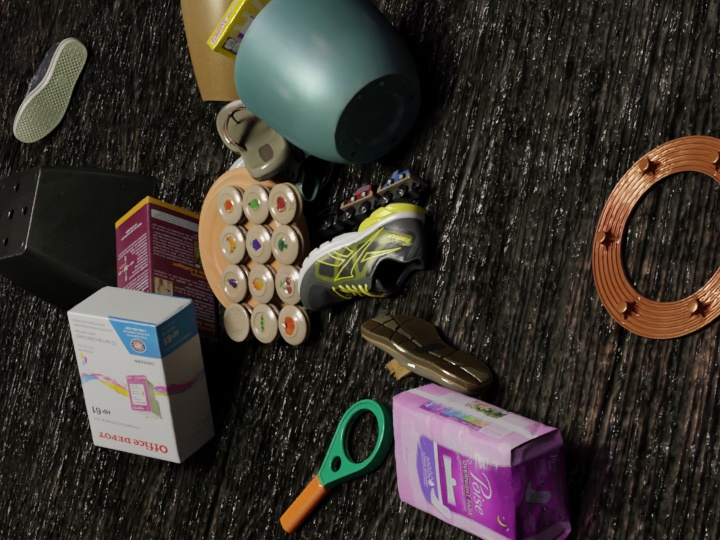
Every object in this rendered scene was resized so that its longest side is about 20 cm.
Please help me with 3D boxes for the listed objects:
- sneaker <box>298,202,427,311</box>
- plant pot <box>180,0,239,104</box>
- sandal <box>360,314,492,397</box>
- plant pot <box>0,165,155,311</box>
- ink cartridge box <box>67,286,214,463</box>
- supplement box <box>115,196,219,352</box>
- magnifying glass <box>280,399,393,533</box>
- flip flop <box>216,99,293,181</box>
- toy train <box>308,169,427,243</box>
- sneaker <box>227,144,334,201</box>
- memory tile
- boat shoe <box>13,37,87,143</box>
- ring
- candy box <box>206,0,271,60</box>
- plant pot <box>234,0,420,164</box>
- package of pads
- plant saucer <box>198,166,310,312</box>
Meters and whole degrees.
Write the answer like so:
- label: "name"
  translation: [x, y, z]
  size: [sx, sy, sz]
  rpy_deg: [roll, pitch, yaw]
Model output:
- label: "sneaker"
  translation: [0.000, 0.000, 1.642]
  size: [0.200, 0.074, 0.085]
  rpy_deg: [-39, 48, 34]
- label: "plant pot"
  translation: [-0.163, -0.326, 1.917]
  size: [0.186, 0.186, 0.201]
  rpy_deg: [8, 95, 52]
- label: "sandal"
  translation: [0.065, 0.099, 1.533]
  size: [0.200, 0.080, 0.054]
  rpy_deg: [32, 122, 47]
- label: "plant pot"
  translation: [-0.450, -0.059, 2.137]
  size: [0.199, 0.177, 0.201]
  rpy_deg: [-9, 69, 49]
- label: "ink cartridge box"
  translation: [-0.279, 0.134, 1.811]
  size: [0.144, 0.085, 0.201]
  rpy_deg: [7, 118, 29]
- label: "supplement box"
  translation: [-0.266, 0.015, 1.932]
  size: [0.086, 0.110, 0.201]
  rpy_deg: [-34, 51, 38]
- label: "magnifying glass"
  translation: [-0.028, 0.229, 1.626]
  size: [0.200, 0.022, 0.080]
  rpy_deg: [-50, 43, 22]
- label: "flip flop"
  translation: [-0.140, -0.175, 1.788]
  size: [0.081, 0.058, 0.200]
  rpy_deg: [-39, 33, 6]
- label: "toy train"
  translation: [0.008, -0.079, 1.702]
  size: [0.200, 0.034, 0.046]
  rpy_deg: [-21, 47, 46]
- label: "sneaker"
  translation: [-0.110, -0.109, 1.818]
  size: [0.201, 0.074, 0.118]
  rpy_deg: [-50, 36, 21]
- label: "memory tile"
  translation: [-0.123, -0.008, 1.758]
  size: [0.153, 0.017, 0.201]
  rpy_deg: [3, 99, 45]
- label: "boat shoe"
  translation: [-0.535, -0.311, 2.436]
  size: [0.200, 0.074, 0.062]
  rpy_deg: [-61, 33, 4]
- label: "ring"
  translation: [0.295, -0.034, 1.341]
  size: [0.200, 0.019, 0.201]
  rpy_deg: [-23, 59, 43]
- label: "candy box"
  translation: [-0.084, -0.286, 1.764]
  size: [0.102, 0.200, 0.026]
  rpy_deg: [-56, 42, 18]
- label: "plant pot"
  translation: [-0.024, -0.220, 1.677]
  size: [0.161, 0.200, 0.201]
  rpy_deg: [47, 113, 35]
- label: "package of pads"
  translation: [0.113, 0.194, 1.392]
  size: [0.200, 0.076, 0.121]
  rpy_deg: [16, 119, 53]
- label: "plant saucer"
  translation: [-0.143, -0.032, 1.806]
  size: [0.200, 0.032, 0.201]
  rpy_deg: [10, 104, 44]
